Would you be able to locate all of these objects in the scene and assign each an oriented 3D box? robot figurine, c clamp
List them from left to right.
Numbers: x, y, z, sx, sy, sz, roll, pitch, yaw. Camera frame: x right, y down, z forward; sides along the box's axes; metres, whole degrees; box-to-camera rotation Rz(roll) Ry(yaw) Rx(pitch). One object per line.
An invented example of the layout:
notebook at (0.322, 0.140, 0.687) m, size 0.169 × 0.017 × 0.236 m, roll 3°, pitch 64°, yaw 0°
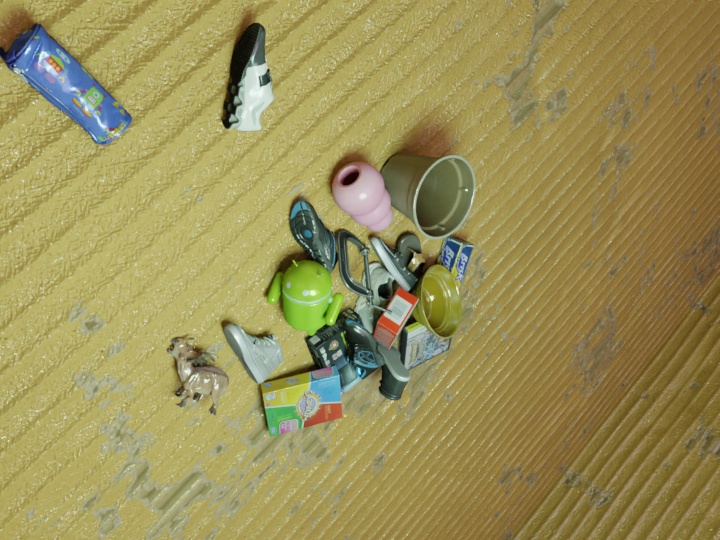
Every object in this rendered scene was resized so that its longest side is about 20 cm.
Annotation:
robot figurine at (-0.124, 0.060, 1.297) m, size 0.202 × 0.173 × 0.116 m, roll 97°, pitch 19°, yaw -46°
c clamp at (0.000, 0.000, 1.365) m, size 0.027 × 0.202 × 0.170 m, roll -29°, pitch 146°, yaw 33°

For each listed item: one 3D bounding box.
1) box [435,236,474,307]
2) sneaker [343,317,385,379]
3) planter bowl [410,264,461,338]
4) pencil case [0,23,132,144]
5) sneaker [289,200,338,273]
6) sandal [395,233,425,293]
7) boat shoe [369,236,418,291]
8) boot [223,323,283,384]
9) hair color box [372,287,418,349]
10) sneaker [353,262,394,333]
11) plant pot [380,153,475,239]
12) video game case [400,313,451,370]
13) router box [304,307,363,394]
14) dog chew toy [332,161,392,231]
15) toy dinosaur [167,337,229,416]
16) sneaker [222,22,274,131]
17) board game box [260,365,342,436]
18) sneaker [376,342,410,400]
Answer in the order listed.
box at (0.259, 0.004, 1.630) m, size 0.064 × 0.070 × 0.203 m, roll 3°, pitch 109°, yaw -43°
sneaker at (-0.001, 0.202, 1.418) m, size 0.082 × 0.073 × 0.201 m, roll -41°, pitch 131°, yaw -15°
planter bowl at (0.193, 0.091, 1.540) m, size 0.199 × 0.083 × 0.203 m, roll 16°, pitch 69°, yaw -47°
pencil case at (-0.464, -0.289, 0.891) m, size 0.200 × 0.077 × 0.088 m, roll 49°, pitch 49°, yaw -42°
sneaker at (-0.105, -0.081, 1.308) m, size 0.082 × 0.072 × 0.202 m, roll -53°, pitch 137°, yaw -43°
sandal at (0.148, -0.013, 1.542) m, size 0.081 × 0.054 × 0.202 m, roll -27°, pitch 126°, yaw -26°
boat shoe at (0.089, -0.025, 1.468) m, size 0.056 × 0.069 × 0.201 m, roll -37°, pitch 127°, yaw 0°
boot at (-0.246, 0.174, 1.313) m, size 0.095 × 0.073 × 0.201 m, roll -40°, pitch 139°, yaw -24°
hair color box at (0.089, 0.131, 1.476) m, size 0.112 × 0.063 × 0.200 m, roll -56°, pitch 174°, yaw -17°
sneaker at (0.040, 0.087, 1.478) m, size 0.075 × 0.092 × 0.203 m, roll -8°, pitch 116°, yaw -35°
plant pot at (0.147, -0.202, 1.361) m, size 0.199 × 0.183 × 0.203 m, roll -18°, pitch 122°, yaw -31°
video game case at (0.200, 0.206, 1.665) m, size 0.179 × 0.026 × 0.202 m, roll -23°, pitch 140°, yaw -21°
router box at (-0.048, 0.222, 1.492) m, size 0.149 × 0.062 × 0.202 m, roll -35°, pitch 129°, yaw -23°
dog chew toy at (0.015, -0.164, 1.322) m, size 0.125 × 0.124 × 0.200 m, roll -50°, pitch 141°, yaw -8°
toy dinosaur at (-0.346, 0.239, 1.250) m, size 0.200 × 0.085 × 0.137 m, roll 36°, pitch 80°, yaw -49°
sneaker at (-0.203, -0.367, 1.076) m, size 0.088 × 0.074 × 0.202 m, roll 0°, pitch 121°, yaw -39°
board game box at (-0.149, 0.336, 1.436) m, size 0.197 × 0.040 × 0.155 m, roll -12°, pitch 123°, yaw -13°
sneaker at (0.073, 0.278, 1.539) m, size 0.070 × 0.200 × 0.100 m, roll 12°, pitch 111°, yaw -20°
